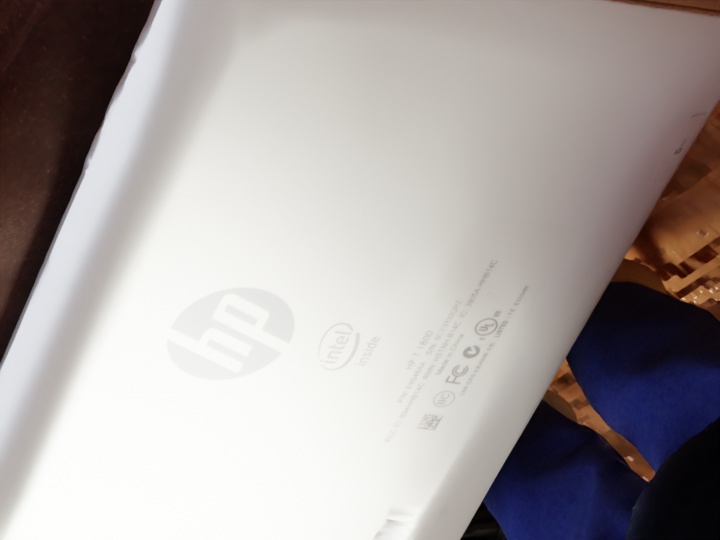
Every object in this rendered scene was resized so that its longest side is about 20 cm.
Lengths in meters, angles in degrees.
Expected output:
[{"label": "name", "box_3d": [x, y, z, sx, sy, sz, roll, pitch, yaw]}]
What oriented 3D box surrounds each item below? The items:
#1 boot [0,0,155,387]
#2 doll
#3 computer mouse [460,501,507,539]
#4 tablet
[{"label": "boot", "box_3d": [-0.050, -0.055, 0.605, 0.072, 0.166, 0.200, 35, 160, 18]}, {"label": "doll", "box_3d": [0.086, 0.056, 0.657, 0.048, 0.137, 0.200, 31, -172, -31]}, {"label": "computer mouse", "box_3d": [0.000, 0.000, 0.808, 0.140, 0.046, 0.200, 16, -147, -54]}, {"label": "tablet", "box_3d": [-0.010, 0.012, 0.643, 0.200, 0.130, 0.014, -63, 32, 36]}]
